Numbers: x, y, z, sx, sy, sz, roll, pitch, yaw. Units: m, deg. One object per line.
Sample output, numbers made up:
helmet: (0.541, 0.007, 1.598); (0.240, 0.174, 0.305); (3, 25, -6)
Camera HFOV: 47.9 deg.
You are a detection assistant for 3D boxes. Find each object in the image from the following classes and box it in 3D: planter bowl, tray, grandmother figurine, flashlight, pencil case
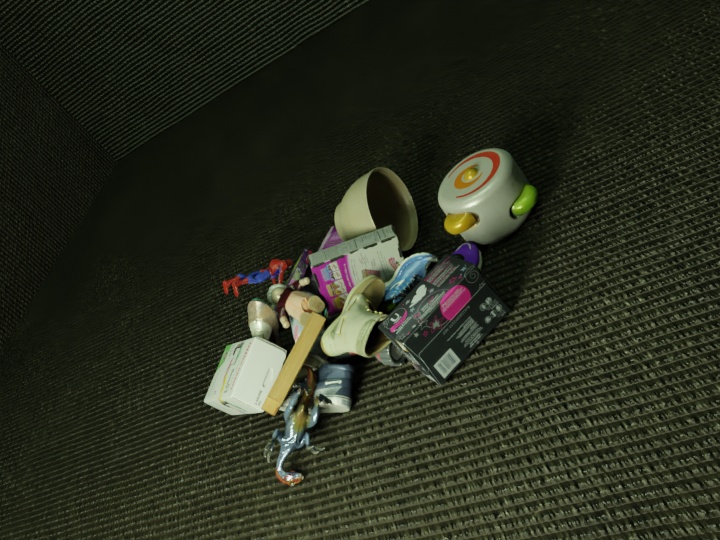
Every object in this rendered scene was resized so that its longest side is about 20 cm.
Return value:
planter bowl: (0.024, -0.124, 1.894); (0.134, 0.200, 0.201); (-18, 37, 34)
tray: (-0.135, 0.189, 1.647); (0.201, 0.037, 0.099); (-62, 1, -29)
grandmother figurine: (-0.152, 0.067, 1.820); (0.122, 0.061, 0.199); (-54, 31, -13)
flashlight: (0.011, 0.162, 1.676); (0.199, 0.068, 0.068); (-4, 49, 46)
pencil case: (-0.118, 0.130, 1.854); (0.082, 0.091, 0.201); (-17, 32, -3)

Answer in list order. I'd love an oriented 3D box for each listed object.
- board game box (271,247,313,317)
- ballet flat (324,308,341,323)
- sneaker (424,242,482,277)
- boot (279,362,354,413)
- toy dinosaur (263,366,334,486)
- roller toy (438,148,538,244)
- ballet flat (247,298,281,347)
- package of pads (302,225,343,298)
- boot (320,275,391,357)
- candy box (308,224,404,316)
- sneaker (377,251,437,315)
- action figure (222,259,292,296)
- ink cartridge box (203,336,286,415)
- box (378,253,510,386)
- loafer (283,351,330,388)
board game box: (-0.179, 0.049, 1.991); (0.200, 0.032, 0.121); (-55, 8, 41)
ballet flat: (-0.019, 0.038, 1.880); (0.063, 0.068, 0.201); (13, 58, 21)
sneaker: (0.180, -0.001, 1.647); (0.069, 0.100, 0.201); (-8, 40, 44)
boot: (-0.095, 0.244, 1.676); (0.198, 0.073, 0.091); (-7, 61, 33)
toy dinosaur: (-0.116, 0.319, 1.586); (0.200, 0.104, 0.183); (-67, 0, -71)
roller toy: (0.261, -0.160, 1.720); (0.199, 0.140, 0.183); (-33, 30, 15)
ballet flat: (-0.219, 0.147, 1.864); (0.067, 0.201, 0.068); (1, 52, 12)
package of pads: (-0.058, -0.022, 1.987); (0.120, 0.076, 0.201); (-4, 47, 44)
boot: (0.022, 0.092, 1.627); (0.154, 0.072, 0.201); (-4, 43, 54)
candy box: (0.000, 0.000, 1.774); (0.198, 0.137, 0.061); (-19, 32, 0)
sneaker: (0.098, 0.045, 1.730); (0.200, 0.078, 0.089); (-43, 36, 16)
action figure: (-0.238, 0.035, 1.993); (0.065, 0.100, 0.199); (12, 30, 43)
ink cartridge box: (-0.259, 0.237, 1.807); (0.200, 0.083, 0.146); (-21, 44, 60)
box: (0.157, 0.090, 1.528); (0.200, 0.132, 0.115); (-46, 26, -7)
loafer: (-0.133, 0.230, 1.762); (0.199, 0.075, 0.070); (-21, 40, 48)
